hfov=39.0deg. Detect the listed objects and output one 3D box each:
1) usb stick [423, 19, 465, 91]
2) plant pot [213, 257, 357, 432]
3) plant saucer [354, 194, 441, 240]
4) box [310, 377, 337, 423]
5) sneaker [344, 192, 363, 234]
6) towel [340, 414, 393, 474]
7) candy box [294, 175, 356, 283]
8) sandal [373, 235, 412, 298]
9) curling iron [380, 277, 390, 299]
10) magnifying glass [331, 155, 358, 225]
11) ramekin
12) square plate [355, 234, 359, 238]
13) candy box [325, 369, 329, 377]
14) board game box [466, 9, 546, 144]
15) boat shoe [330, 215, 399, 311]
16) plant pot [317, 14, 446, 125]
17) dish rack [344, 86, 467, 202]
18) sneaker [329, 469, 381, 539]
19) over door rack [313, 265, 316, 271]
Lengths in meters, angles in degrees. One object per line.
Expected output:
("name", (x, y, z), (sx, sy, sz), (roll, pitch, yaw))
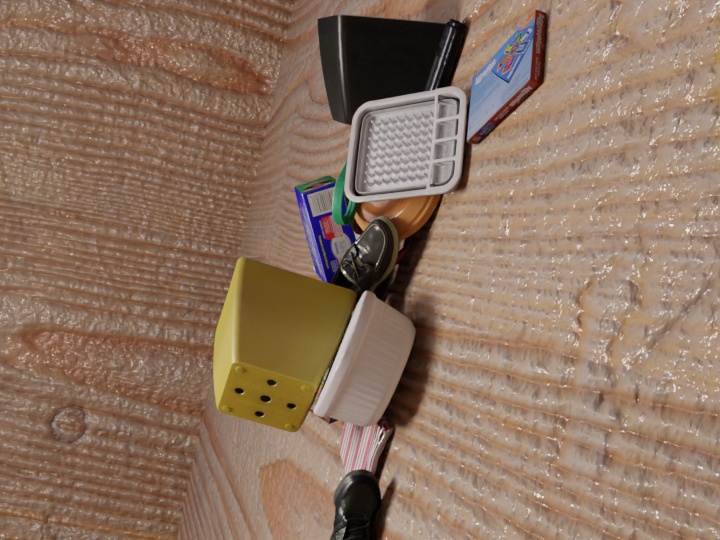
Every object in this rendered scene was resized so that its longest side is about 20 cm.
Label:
("usb stick", (0.125, -0.306, 1.656), (0.056, 0.032, 0.202), (-96, 23, -68))
("plant pot", (-0.135, 0.133, 1.604), (0.201, 0.197, 0.178), (114, 170, -46))
("plant saucer", (0.050, -0.148, 1.620), (0.199, 0.037, 0.203), (-13, 71, 43))
("box", (-0.076, 0.154, 1.824), (0.136, 0.039, 0.203), (27, 118, 38))
("sneaker", (0.043, -0.128, 1.713), (0.200, 0.077, 0.091), (-45, 39, 46))
("towel", (0.005, 0.270, 1.647), (0.200, 0.030, 0.148), (-116, 39, -68))
("candy box", (-0.057, -0.071, 1.782), (0.200, 0.076, 0.171), (-139, 33, -78))
("sandal", (0.055, -0.040, 1.669), (0.075, 0.045, 0.202), (-128, 53, -66))
("curling iron", (0.011, 0.069, 1.768), (0.026, 0.049, 0.200), (52, 141, 12))
("magnifying glass", (-0.010, -0.168, 1.617), (0.080, 0.022, 0.203), (50, -128, -65))
("ramekin", (0.010, 0.139, 1.522), (0.202, 0.093, 0.205), (-156, 90, -87))
("square plate", (0.019, -0.043, 1.841), (0.198, 0.028, 0.203), (134, 146, -62))
("candy box", (-0.070, 0.122, 1.749), (0.026, 0.198, 0.103), (-38, -27, -57))
("board game box", (0.195, -0.257, 1.377), (0.200, 0.019, 0.104), (139, 140, -66))
("boat shoe", (-0.001, 0.000, 1.616), (0.072, 0.066, 0.202), (49, 136, 21))
("plant pot", (0.032, -0.339, 1.752), (0.200, 0.197, 0.180), (-135, 48, -72))
("dish rack", (0.075, -0.183, 1.546), (0.198, 0.043, 0.174), (-4, 70, 29))
("sneaker", (-0.007, 0.397, 1.497), (0.114, 0.075, 0.202), (-114, 35, -63))
("over door rack", (-0.067, 0.066, 1.935), (0.201, 0.066, 0.149), (-88, 6, -47))
